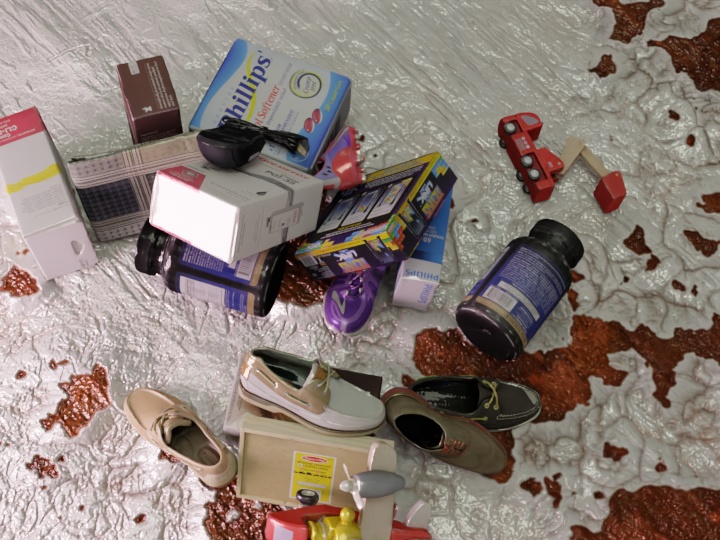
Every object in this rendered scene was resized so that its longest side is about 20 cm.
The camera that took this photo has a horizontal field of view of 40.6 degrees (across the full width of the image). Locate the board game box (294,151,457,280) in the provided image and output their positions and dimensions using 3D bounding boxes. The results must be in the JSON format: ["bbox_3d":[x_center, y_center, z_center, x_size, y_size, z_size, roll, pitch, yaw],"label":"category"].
[{"bbox_3d":[0.020,-0.074,1.366,0.057,0.199,0.166,50,54,-23],"label":"board game box"}]

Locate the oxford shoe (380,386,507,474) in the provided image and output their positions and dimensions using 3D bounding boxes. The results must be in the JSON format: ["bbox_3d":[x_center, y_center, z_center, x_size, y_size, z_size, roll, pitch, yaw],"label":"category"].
[{"bbox_3d":[0.114,0.231,1.300,0.199,0.075,0.071,27,103,-13],"label":"oxford shoe"}]

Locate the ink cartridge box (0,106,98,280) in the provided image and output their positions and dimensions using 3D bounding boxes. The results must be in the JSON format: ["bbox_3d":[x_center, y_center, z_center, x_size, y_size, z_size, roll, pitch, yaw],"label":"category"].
[{"bbox_3d":[-0.461,-0.109,1.411,0.083,0.145,0.201,-22,68,-12],"label":"ink cartridge box"}]

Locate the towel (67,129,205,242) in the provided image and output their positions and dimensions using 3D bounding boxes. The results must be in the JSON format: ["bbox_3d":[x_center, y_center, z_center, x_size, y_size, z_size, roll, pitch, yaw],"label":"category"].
[{"bbox_3d":[-0.304,-0.124,1.402,0.199,0.193,0.035,-13,58,-8],"label":"towel"}]

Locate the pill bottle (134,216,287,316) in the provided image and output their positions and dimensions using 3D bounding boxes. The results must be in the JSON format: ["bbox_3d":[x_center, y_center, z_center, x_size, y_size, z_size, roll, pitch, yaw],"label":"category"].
[{"bbox_3d":[-0.214,-0.013,1.392,0.199,0.112,0.112,17,65,4],"label":"pill bottle"}]

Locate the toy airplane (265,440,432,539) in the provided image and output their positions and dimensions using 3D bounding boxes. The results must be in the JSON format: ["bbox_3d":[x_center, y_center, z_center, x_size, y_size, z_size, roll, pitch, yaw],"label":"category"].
[{"bbox_3d":[0.005,0.343,1.217,0.199,0.141,0.201,-35,98,3],"label":"toy airplane"}]

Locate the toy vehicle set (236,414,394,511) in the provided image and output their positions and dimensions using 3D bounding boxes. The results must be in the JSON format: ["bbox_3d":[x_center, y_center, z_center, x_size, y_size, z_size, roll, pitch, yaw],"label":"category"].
[{"bbox_3d":[-0.061,0.261,1.277,0.198,0.125,0.027,10,32,1],"label":"toy vehicle set"}]

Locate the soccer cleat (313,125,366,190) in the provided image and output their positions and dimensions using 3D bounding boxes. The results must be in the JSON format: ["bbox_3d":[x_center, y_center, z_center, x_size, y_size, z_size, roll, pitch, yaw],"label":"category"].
[{"bbox_3d":[-0.034,-0.169,1.463,0.076,0.067,0.200,-12,23,2],"label":"soccer cleat"}]

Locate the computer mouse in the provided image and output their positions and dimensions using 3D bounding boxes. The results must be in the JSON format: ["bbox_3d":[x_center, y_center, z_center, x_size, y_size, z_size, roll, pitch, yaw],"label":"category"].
[{"bbox_3d":[-0.146,-0.166,1.352,0.139,0.200,0.046,14,107,1],"label":"computer mouse"}]

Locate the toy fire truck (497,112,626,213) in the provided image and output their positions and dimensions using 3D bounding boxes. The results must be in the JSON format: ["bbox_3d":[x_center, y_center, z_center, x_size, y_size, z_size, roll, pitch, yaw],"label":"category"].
[{"bbox_3d":[0.317,-0.173,1.542,0.140,0.049,0.201,-18,66,-12],"label":"toy fire truck"}]

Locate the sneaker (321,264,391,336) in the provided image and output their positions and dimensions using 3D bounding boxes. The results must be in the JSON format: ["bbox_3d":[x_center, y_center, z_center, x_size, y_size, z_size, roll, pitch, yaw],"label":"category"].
[{"bbox_3d":[0.000,0.000,1.423,0.080,0.084,0.201,19,66,6],"label":"sneaker"}]

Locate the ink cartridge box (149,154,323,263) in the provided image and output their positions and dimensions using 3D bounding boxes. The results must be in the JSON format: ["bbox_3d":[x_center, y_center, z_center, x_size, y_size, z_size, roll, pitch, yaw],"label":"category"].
[{"bbox_3d":[-0.166,-0.094,1.335,0.146,0.083,0.200,24,26,24],"label":"ink cartridge box"}]

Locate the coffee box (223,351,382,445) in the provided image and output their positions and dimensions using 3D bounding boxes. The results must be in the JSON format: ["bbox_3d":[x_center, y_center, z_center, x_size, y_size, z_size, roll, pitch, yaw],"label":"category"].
[{"bbox_3d":[-0.077,0.191,1.330,0.198,0.080,0.114,9,63,1],"label":"coffee box"}]

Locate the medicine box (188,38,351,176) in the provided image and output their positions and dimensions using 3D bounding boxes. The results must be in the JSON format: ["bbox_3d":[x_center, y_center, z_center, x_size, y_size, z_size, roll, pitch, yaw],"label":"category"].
[{"bbox_3d":[-0.138,-0.234,1.513,0.199,0.103,0.183,20,65,5],"label":"medicine box"}]

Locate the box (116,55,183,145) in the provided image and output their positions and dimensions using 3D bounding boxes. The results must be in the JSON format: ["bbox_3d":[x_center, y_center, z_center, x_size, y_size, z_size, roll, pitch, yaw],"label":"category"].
[{"bbox_3d":[-0.304,-0.212,1.439,0.074,0.200,0.101,-17,67,-11],"label":"box"}]

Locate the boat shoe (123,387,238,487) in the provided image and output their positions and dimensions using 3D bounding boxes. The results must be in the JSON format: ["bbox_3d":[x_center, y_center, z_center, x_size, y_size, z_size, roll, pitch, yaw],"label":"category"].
[{"bbox_3d":[-0.246,0.211,1.307,0.199,0.065,0.071,30,68,24],"label":"boat shoe"}]

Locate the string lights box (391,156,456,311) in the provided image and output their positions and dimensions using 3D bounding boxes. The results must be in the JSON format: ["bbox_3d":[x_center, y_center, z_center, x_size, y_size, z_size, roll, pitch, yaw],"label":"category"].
[{"bbox_3d":[0.095,-0.054,1.442,0.059,0.103,0.201,11,64,-2],"label":"string lights box"}]

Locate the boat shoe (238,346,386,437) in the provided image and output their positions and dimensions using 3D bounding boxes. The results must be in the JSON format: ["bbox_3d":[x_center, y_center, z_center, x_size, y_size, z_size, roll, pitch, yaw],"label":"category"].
[{"bbox_3d":[-0.061,0.155,1.254,0.199,0.069,0.075,15,36,3],"label":"boat shoe"}]

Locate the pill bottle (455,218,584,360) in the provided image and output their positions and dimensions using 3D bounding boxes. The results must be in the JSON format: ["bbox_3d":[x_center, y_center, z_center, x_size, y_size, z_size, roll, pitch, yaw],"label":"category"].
[{"bbox_3d":[0.236,0.023,1.410,0.112,0.112,0.200,37,68,13],"label":"pill bottle"}]

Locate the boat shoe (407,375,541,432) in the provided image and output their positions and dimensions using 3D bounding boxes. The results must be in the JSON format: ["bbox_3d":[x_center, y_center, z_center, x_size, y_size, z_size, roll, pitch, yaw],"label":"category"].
[{"bbox_3d":[0.159,0.183,1.359,0.200,0.061,0.072,0,65,-3],"label":"boat shoe"}]
